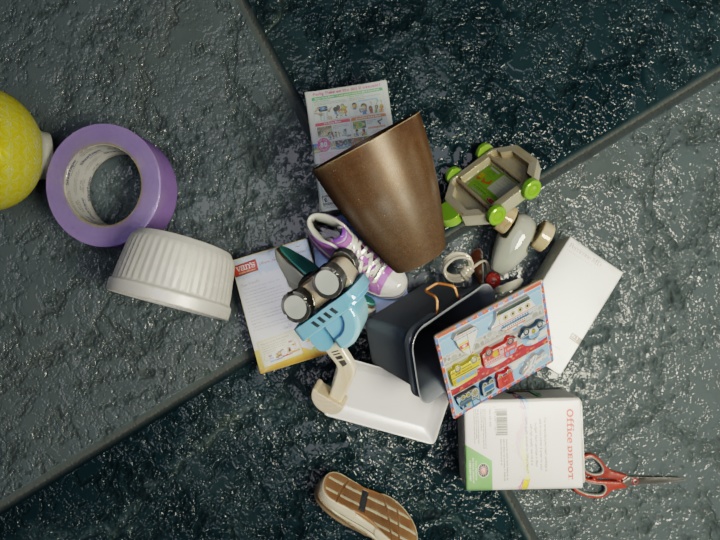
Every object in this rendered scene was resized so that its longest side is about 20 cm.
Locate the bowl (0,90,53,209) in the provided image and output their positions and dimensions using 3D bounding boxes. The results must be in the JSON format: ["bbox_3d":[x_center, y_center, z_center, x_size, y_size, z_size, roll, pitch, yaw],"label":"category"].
[{"bbox_3d":[-0.585,-0.200,0.974,0.106,0.198,0.206,-1,90,-40],"label":"bowl"}]

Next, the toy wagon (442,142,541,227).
[{"bbox_3d":[0.198,-0.131,0.959,0.198,0.156,0.040,-37,130,2],"label":"toy wagon"}]

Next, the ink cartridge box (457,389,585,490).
[{"bbox_3d":[0.267,0.284,0.979,0.194,0.084,0.149,-2,90,1],"label":"ink cartridge box"}]

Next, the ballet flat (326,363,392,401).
[{"bbox_3d":[0.023,0.202,1.000,0.196,0.068,0.074,-27,109,1],"label":"ballet flat"}]

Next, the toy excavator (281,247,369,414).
[{"bbox_3d":[-0.039,0.101,0.882,0.193,0.100,0.202,-36,95,21],"label":"toy excavator"}]

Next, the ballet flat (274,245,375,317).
[{"bbox_3d":[-0.069,0.035,0.959,0.197,0.069,0.071,31,91,5],"label":"ballet flat"}]

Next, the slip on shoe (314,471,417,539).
[{"bbox_3d":[0.007,0.424,0.999,0.197,0.077,0.061,30,130,-7],"label":"slip on shoe"}]

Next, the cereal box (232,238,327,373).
[{"bbox_3d":[-0.133,0.061,1.009,0.140,0.040,0.205,-15,89,-2],"label":"cereal box"}]

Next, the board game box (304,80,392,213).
[{"bbox_3d":[-0.012,-0.210,0.997,0.143,0.064,0.206,-7,91,0],"label":"board game box"}]

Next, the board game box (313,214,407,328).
[{"bbox_3d":[0.000,0.000,1.009,0.153,0.039,0.206,-7,82,1],"label":"board game box"}]

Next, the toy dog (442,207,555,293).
[{"bbox_3d":[0.241,-0.024,0.991,0.199,0.096,0.133,-40,92,15],"label":"toy dog"}]

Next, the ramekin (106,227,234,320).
[{"bbox_3d":[-0.298,0.006,0.940,0.195,0.200,0.108,14,81,1],"label":"ramekin"}]

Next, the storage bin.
[{"bbox_3d":[0.105,0.088,0.917,0.198,0.133,0.149,-28,118,-36],"label":"storage bin"}]

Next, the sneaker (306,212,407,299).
[{"bbox_3d":[-0.009,-0.023,0.935,0.198,0.114,0.074,32,83,5],"label":"sneaker"}]

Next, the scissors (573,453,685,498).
[{"bbox_3d":[0.468,0.375,1.012,0.195,0.014,0.075,13,88,0],"label":"scissors"}]

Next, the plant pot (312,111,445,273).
[{"bbox_3d":[0.049,-0.107,0.891,0.184,0.187,0.204,-27,103,1],"label":"plant pot"}]

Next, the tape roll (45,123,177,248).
[{"bbox_3d":[-0.425,-0.141,0.994,0.194,0.085,0.206,0,89,2],"label":"tape roll"}]

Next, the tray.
[{"bbox_3d":[0.045,0.213,0.958,0.195,0.022,0.110,16,103,-4],"label":"tray"}]

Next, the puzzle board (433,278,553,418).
[{"bbox_3d":[0.209,0.121,0.877,0.196,0.017,0.154,-25,117,-16],"label":"puzzle board"}]

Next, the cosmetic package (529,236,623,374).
[{"bbox_3d":[0.337,0.058,0.980,0.111,0.081,0.203,31,91,3],"label":"cosmetic package"}]
